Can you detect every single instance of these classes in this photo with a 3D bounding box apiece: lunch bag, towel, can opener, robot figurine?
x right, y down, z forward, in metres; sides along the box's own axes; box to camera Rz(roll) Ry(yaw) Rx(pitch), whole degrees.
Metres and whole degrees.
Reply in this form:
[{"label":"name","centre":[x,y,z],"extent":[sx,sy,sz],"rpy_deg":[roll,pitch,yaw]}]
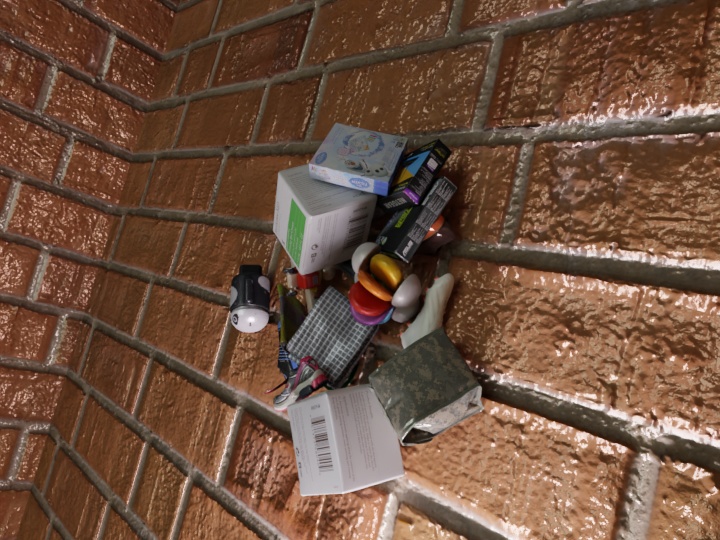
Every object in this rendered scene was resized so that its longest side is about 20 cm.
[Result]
[{"label":"lunch bag","centre":[0.128,0.245,1.203],"extent":[0.196,0.119,0.165],"rpy_deg":[-26,49,-7]},{"label":"towel","centre":[-0.181,0.149,1.583],"extent":[0.022,0.144,0.204],"rpy_deg":[-21,51,14]},{"label":"can opener","centre":[0.000,0.000,1.538],"extent":[0.066,0.053,0.198],"rpy_deg":[-40,41,-19]},{"label":"robot figurine","centre":[-0.337,0.086,1.790],"extent":[0.122,0.150,0.206],"rpy_deg":[-16,63,26]},{"label":"towel","centre":[-0.067,0.163,1.426],"extent":[0.164,0.086,0.202],"rpy_deg":[34,77,9]}]

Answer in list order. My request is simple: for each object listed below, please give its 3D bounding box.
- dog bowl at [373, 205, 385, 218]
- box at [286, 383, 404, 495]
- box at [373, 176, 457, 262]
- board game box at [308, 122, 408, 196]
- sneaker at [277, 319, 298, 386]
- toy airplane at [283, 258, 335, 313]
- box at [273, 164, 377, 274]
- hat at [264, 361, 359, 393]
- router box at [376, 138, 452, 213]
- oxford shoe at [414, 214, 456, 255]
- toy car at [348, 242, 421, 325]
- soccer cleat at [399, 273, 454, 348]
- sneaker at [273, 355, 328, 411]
[{"label":"dog bowl","centre":[0.033,-0.232,1.573],"extent":[0.197,0.058,0.206],"rpy_deg":[-20,61,40]},{"label":"box","centre":[-0.036,0.367,1.287],"extent":[0.199,0.167,0.205],"rpy_deg":[-30,67,52]},{"label":"box","centre":[0.119,-0.119,1.365],"extent":[0.202,0.047,0.193],"rpy_deg":[-56,13,-3]},{"label":"board game box","centre":[-0.001,-0.272,1.423],"extent":[0.193,0.044,0.202],"rpy_deg":[15,45,10]},{"label":"sneaker","centre":[-0.205,0.230,1.641],"extent":[0.078,0.069,0.203],"rpy_deg":[-39,50,22]},{"label":"toy airplane","centre":[-0.137,0.011,1.615],"extent":[0.137,0.202,0.203],"rpy_deg":[-7,54,-5]},{"label":"box","centre":[-0.093,-0.140,1.470],"extent":[0.173,0.196,0.202],"rpy_deg":[53,147,31]},{"label":"hat","centre":[-0.115,0.215,1.472],"extent":[0.163,0.173,0.206],"rpy_deg":[-10,69,45]},{"label":"router box","centre":[0.119,-0.217,1.388],"extent":[0.151,0.051,0.199],"rpy_deg":[-56,15,-11]},{"label":"oxford shoe","centre":[0.147,-0.058,1.383],"extent":[0.199,0.072,0.072],"rpy_deg":[-35,20,56]},{"label":"toy car","centre":[0.038,0.053,1.341],"extent":[0.174,0.201,0.150],"rpy_deg":[38,72,19]},{"label":"soccer cleat","centre":[0.162,0.103,1.315],"extent":[0.077,0.068,0.203],"rpy_deg":[42,110,35]},{"label":"sneaker","centre":[-0.147,0.269,1.389],"extent":[0.199,0.080,0.076],"rpy_deg":[-42,75,39]}]
